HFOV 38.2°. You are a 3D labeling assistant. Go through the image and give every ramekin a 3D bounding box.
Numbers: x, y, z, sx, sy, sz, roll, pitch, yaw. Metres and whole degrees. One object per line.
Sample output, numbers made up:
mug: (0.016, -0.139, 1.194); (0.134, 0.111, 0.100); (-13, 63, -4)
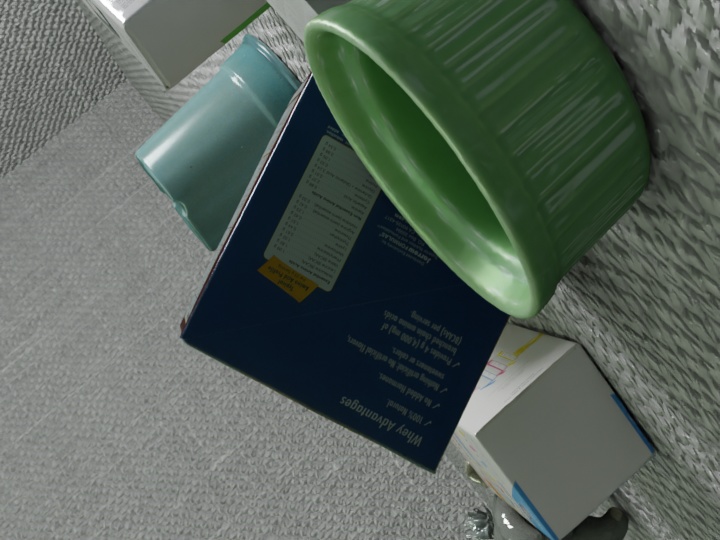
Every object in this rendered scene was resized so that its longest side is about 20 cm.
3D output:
ramekin: (0.066, -0.082, 0.573); (0.201, 0.097, 0.200); (51, 173, 9)

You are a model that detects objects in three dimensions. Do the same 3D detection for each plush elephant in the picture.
plush elephant: (0.204, 0.247, 1.206); (0.198, 0.164, 0.158); (2, 99, 38)

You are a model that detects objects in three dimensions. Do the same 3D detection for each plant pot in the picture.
plant pot: (-0.151, -0.141, 1.246); (0.201, 0.195, 0.200); (49, 172, 10)

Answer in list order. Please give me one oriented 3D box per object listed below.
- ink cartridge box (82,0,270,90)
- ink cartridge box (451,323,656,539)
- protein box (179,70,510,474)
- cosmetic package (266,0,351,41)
ink cartridge box: (-0.183, -0.280, 0.967); (0.200, 0.145, 0.084); (45, 173, 42)
ink cartridge box: (0.159, 0.145, 0.993); (0.129, 0.125, 0.200); (52, 172, -9)
protein box: (0.000, 0.000, 0.745); (0.196, 0.202, 0.135); (28, 176, -9)
cosmetic package: (-0.030, -0.203, 0.762); (0.201, 0.050, 0.083); (49, 171, 14)
